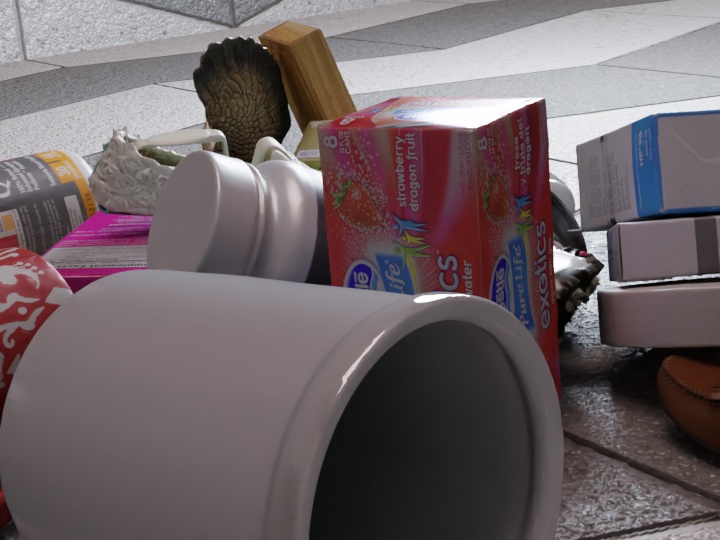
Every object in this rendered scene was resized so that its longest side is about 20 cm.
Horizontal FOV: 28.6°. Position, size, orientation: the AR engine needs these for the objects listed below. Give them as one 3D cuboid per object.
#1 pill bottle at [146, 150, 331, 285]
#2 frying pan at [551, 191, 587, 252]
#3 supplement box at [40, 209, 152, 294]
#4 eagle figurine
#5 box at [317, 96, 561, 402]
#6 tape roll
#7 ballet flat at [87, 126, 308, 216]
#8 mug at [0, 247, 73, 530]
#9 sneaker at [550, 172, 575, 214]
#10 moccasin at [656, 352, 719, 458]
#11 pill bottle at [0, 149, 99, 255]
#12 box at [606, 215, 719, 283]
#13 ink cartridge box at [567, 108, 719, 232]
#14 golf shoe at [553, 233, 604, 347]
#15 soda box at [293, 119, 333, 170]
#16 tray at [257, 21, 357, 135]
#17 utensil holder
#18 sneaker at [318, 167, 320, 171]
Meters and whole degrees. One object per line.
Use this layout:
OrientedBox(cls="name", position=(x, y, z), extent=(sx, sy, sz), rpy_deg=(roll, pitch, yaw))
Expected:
OrientedBox(cls="pill bottle", position=(-0.027, -0.004, 0.898), extent=(0.199, 0.114, 0.113), rpy_deg=(15, 4, -31))
OrientedBox(cls="frying pan", position=(0.090, -0.014, 1.052), extent=(0.189, 0.115, 0.031), rpy_deg=(-11, -19, -32))
OrientedBox(cls="supplement box", position=(-0.157, 0.021, 0.994), extent=(0.103, 0.102, 0.200), rpy_deg=(-1, 17, 11))
OrientedBox(cls="eagle figurine", position=(-0.116, -0.094, 1.262), extent=(0.151, 0.152, 0.200), rpy_deg=(-35, -5, -24))
OrientedBox(cls="box", position=(0.047, 0.007, 0.801), extent=(0.102, 0.201, 0.095), rpy_deg=(6, 19, 31))
OrientedBox(cls="tape roll", position=(0.251, 0.022, 0.891), extent=(0.201, 0.037, 0.203), rpy_deg=(-4, 0, 0))
OrientedBox(cls="ballet flat", position=(-0.089, -0.064, 0.991), extent=(0.199, 0.072, 0.072), rpy_deg=(4, 12, -21))
OrientedBox(cls="mug", position=(-0.256, 0.082, 0.819), extent=(0.133, 0.178, 0.200), rpy_deg=(-36, -7, 40))
OrientedBox(cls="sneaker", position=(0.083, -0.035, 1.194), extent=(0.199, 0.077, 0.081), rpy_deg=(-8, 24, 11))
OrientedBox(cls="moccasin", position=(0.233, 0.070, 0.745), extent=(0.073, 0.078, 0.201), rpy_deg=(-12, 14, -22))
OrientedBox(cls="pill bottle", position=(-0.322, -0.029, 1.192), extent=(0.199, 0.117, 0.116), rpy_deg=(-18, 20, -38))
OrientedBox(cls="box", position=(0.267, -0.018, 0.936), extent=(0.199, 0.041, 0.156), rpy_deg=(-3, 0, 8))
OrientedBox(cls="ink cartridge box", position=(0.225, -0.068, 1.000), extent=(0.115, 0.068, 0.200), rpy_deg=(-4, -2, -10))
OrientedBox(cls="golf shoe", position=(0.108, 0.009, 0.935), extent=(0.088, 0.077, 0.200), rpy_deg=(34, 8, 5))
OrientedBox(cls="soda box", position=(0.049, -0.083, 1.156), extent=(0.199, 0.068, 0.064), rpy_deg=(-1, 37, 19))
OrientedBox(cls="tray", position=(-0.026, -0.125, 1.282), extent=(0.037, 0.201, 0.099), rpy_deg=(-30, 22, -11))
OrientedBox(cls="utensil holder", position=(-0.039, 0.085, 0.622), extent=(0.199, 0.171, 0.170), rpy_deg=(8, 20, 41))
OrientedBox(cls="sneaker", position=(-0.029, -0.032, 1.128), extent=(0.200, 0.084, 0.074), rpy_deg=(-34, 16, 33))
